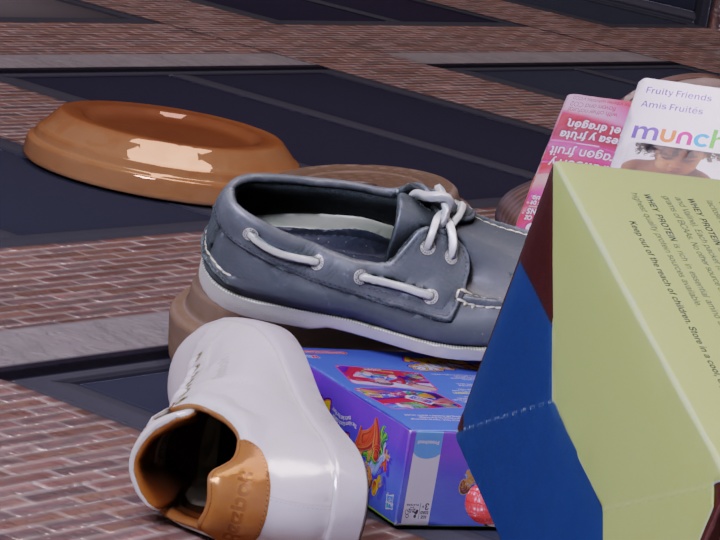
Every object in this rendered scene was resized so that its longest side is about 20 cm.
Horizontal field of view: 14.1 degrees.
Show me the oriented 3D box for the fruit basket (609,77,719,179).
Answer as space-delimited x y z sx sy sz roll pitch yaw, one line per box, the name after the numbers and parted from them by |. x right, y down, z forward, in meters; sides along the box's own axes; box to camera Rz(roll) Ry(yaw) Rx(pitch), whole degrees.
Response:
0.191 -0.010 1.327 0.184 0.201 0.094 9 -32 18 | fruit basket

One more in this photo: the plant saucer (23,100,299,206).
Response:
-0.133 -0.084 2.010 0.199 0.038 0.200 10 12 -2 | plant saucer

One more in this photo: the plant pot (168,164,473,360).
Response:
0.000 0.000 1.503 0.200 0.093 0.201 2 15 -1 | plant pot

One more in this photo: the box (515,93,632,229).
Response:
0.189 -0.012 1.452 0.199 0.096 0.100 10 -28 27 | box

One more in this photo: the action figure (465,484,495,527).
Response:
0.135 0.107 1.235 0.199 0.066 0.052 7 4 -21 | action figure

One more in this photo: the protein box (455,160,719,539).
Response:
0.170 0.077 1.093 0.199 0.135 0.199 5 33 -21 | protein box

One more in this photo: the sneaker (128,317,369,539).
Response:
-0.064 0.064 1.249 0.084 0.073 0.200 8 13 -21 | sneaker

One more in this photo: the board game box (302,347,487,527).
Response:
0.074 0.079 1.369 0.199 0.045 0.134 4 13 -28 | board game box

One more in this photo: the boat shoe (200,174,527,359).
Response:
0.023 -0.007 1.386 0.199 0.062 0.073 6 43 -1 | boat shoe

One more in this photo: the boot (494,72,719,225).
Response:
0.177 -0.031 1.602 0.200 0.071 0.146 -33 43 -25 | boot
